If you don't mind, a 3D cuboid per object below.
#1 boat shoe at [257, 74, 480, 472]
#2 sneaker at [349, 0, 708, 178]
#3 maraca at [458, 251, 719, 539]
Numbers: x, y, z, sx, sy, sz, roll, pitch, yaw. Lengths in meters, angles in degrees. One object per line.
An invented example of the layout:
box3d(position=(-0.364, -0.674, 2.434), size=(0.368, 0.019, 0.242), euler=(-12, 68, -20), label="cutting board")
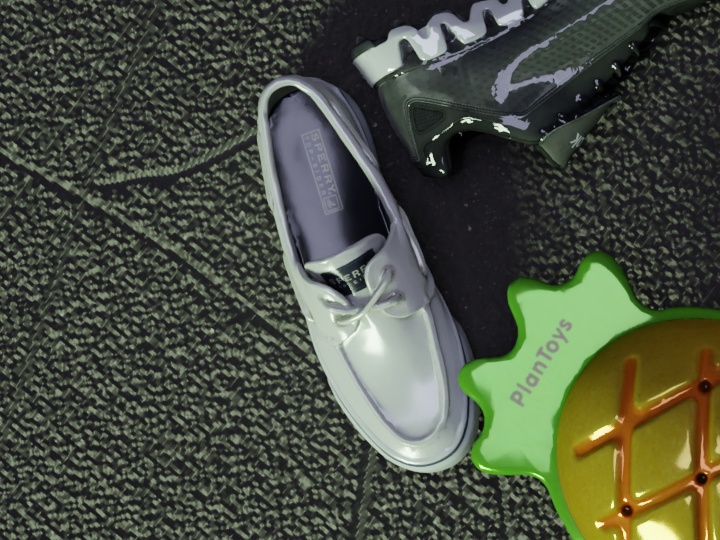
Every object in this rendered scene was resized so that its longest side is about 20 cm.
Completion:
box3d(position=(0.000, 0.000, 1.148), size=(0.072, 0.066, 0.201), euler=(-18, 83, 10), label="boat shoe")
box3d(position=(0.099, -0.098, 1.136), size=(0.199, 0.066, 0.091), euler=(-20, 86, 14), label="sneaker")
box3d(position=(0.140, 0.078, 1.093), size=(0.200, 0.107, 0.137), euler=(32, 94, 12), label="maraca")
